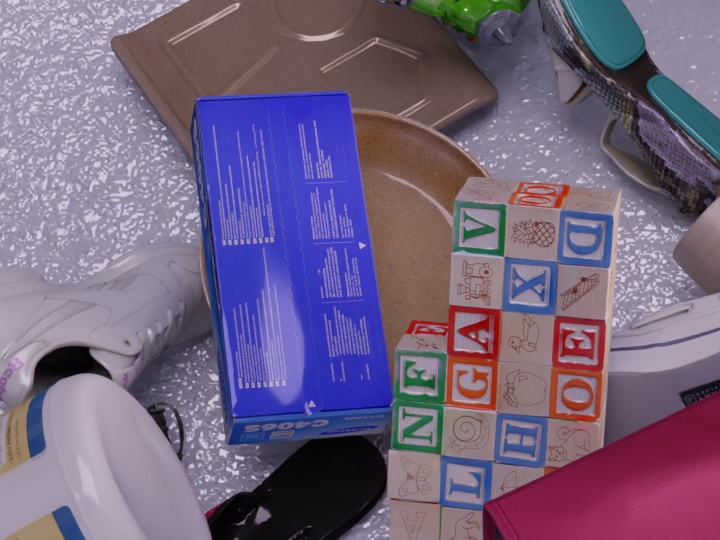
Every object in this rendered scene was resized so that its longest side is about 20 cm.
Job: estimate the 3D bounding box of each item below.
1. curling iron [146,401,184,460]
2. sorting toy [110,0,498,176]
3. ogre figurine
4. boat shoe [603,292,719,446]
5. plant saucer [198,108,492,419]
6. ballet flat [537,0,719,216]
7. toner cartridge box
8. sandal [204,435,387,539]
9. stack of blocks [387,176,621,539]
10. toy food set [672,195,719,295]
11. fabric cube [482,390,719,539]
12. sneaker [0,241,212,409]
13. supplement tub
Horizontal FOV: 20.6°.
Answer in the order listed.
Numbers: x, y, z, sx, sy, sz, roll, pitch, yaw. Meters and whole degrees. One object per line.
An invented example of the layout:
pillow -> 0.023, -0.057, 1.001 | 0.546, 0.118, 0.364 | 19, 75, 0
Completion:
curling iron -> -0.180, 0.065, 1.188 | 0.199, 0.050, 0.025 | 31, 24, 26
sorting toy -> -0.037, -0.127, 1.295 | 0.199, 0.037, 0.186 | -28, 61, -17
ogre figurine -> 0.065, -0.210, 1.279 | 0.120, 0.200, 0.098 | 37, 106, -6
boat shoe -> 0.180, 0.056, 1.134 | 0.198, 0.074, 0.066 | -13, 31, 18
plant saucer -> 0.000, 0.000, 1.191 | 0.198, 0.035, 0.202 | 4, 66, -9
ballet flat -> 0.160, -0.112, 1.231 | 0.072, 0.072, 0.201 | -37, 80, -17
toner cartridge box -> -0.042, -0.004, 1.142 | 0.094, 0.043, 0.202 | -3, 67, -10
sandal -> -0.066, 0.157, 1.116 | 0.075, 0.045, 0.200 | 37, 69, 23
stack of blocks -> 0.078, 0.054, 1.083 | 0.114, 0.202, 0.059 | 5, 17, 10
toy food set -> 0.304, -0.025, 1.181 | 0.200, 0.061, 0.143 | -41, 75, -16
fabric cube -> 0.192, 0.192, 0.985 | 0.198, 0.201, 0.197 | -24, 59, -9
sneaker -> -0.142, 0.042, 1.144 | 0.199, 0.075, 0.100 | -12, 45, -41
supplement tub -> -0.192, 0.159, 1.048 | 0.199, 0.145, 0.146 | -29, 59, 10
